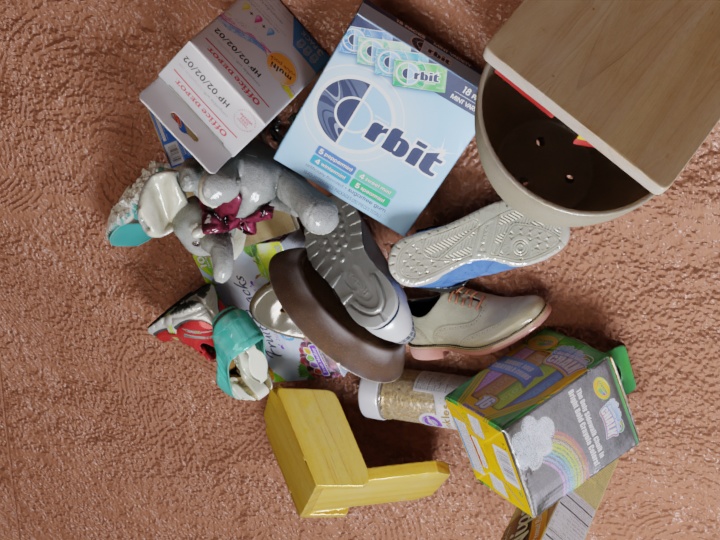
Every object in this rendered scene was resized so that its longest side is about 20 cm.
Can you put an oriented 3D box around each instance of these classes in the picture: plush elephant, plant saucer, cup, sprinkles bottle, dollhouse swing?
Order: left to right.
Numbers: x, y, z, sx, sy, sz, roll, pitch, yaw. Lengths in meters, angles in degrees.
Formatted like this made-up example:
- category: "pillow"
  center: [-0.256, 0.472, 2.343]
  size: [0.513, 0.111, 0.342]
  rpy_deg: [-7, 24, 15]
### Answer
- category: "plush elephant"
  center: [-0.150, -0.065, 1.434]
  size: [0.156, 0.163, 0.200]
  rpy_deg: [-62, 39, 23]
- category: "plant saucer"
  center: [-0.018, 0.042, 1.484]
  size: [0.200, 0.200, 0.032]
  rpy_deg: [41, 112, -3]
- category: "dollhouse swing"
  center: [-0.007, 0.220, 1.660]
  size: [0.200, 0.174, 0.183]
  rpy_deg: [109, 139, -67]
- category: "sprinkles bottle"
  center: [0.098, 0.157, 1.577]
  size: [0.198, 0.068, 0.069]
  rpy_deg: [5, 125, 26]
- category: "cup"
  center: [0.195, -0.124, 1.255]
  size: [0.199, 0.201, 0.143]
  rpy_deg: [34, 162, 3]

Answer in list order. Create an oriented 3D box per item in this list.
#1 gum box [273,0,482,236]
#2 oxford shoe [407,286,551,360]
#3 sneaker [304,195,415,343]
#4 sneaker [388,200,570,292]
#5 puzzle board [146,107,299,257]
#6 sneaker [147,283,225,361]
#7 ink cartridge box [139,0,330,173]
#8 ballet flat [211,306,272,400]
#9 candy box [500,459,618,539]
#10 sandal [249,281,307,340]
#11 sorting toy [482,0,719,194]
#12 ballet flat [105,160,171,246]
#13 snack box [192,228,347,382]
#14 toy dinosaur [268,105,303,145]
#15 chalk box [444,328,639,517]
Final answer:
- category: "gum box"
  center: [0.026, -0.156, 1.369]
  size: [0.169, 0.045, 0.201]
  rpy_deg: [30, 125, -7]
- category: "oxford shoe"
  center: [0.123, 0.051, 1.485]
  size: [0.199, 0.071, 0.074]
  rpy_deg: [-15, 112, 37]
- category: "sneaker"
  center: [0.000, 0.000, 1.473]
  size: [0.076, 0.201, 0.080]
  rpy_deg: [-36, 144, 15]
- category: "sneaker"
  center: [0.128, -0.026, 1.430]
  size: [0.198, 0.111, 0.078]
  rpy_deg: [-17, 88, 2]
- category: "puzzle board"
  center: [-0.162, -0.125, 1.526]
  size: [0.150, 0.017, 0.202]
  rpy_deg: [-15, 100, 38]
- category: "sneaker"
  center: [-0.210, 0.078, 1.649]
  size: [0.085, 0.077, 0.200]
  rpy_deg: [54, 160, -7]
- category: "ink cartridge box"
  center: [-0.127, -0.202, 1.352]
  size: [0.115, 0.200, 0.068]
  rpy_deg: [46, 132, -9]
- category: "ballet flat"
  center: [-0.139, 0.119, 1.574]
  size: [0.071, 0.067, 0.201]
  rpy_deg: [51, 163, 26]
- category: "candy box"
  center: [0.221, 0.291, 1.515]
  size: [0.055, 0.200, 0.116]
  rpy_deg: [39, 134, -3]
- category: "sandal"
  center: [-0.036, 0.066, 1.546]
  size: [0.199, 0.054, 0.081]
  rpy_deg: [27, 103, -20]
- category: "sorting toy"
  center: [0.239, -0.193, 1.169]
  size: [0.198, 0.200, 0.070]
  rpy_deg: [39, 163, 5]
- category: "ballet flat"
  center: [-0.266, -0.084, 1.609]
  size: [0.072, 0.072, 0.200]
  rpy_deg: [46, 151, -8]
- category: "snack box"
  center: [-0.105, 0.044, 1.620]
  size: [0.141, 0.053, 0.201]
  rpy_deg: [-7, 119, 35]
- category: "toy dinosaur"
  center: [-0.059, -0.139, 1.468]
  size: [0.199, 0.048, 0.088]
  rpy_deg: [-25, 115, 43]
- category: "chalk box"
  center: [0.218, 0.153, 1.446]
  size: [0.124, 0.199, 0.125]
  rpy_deg: [24, 140, 59]
